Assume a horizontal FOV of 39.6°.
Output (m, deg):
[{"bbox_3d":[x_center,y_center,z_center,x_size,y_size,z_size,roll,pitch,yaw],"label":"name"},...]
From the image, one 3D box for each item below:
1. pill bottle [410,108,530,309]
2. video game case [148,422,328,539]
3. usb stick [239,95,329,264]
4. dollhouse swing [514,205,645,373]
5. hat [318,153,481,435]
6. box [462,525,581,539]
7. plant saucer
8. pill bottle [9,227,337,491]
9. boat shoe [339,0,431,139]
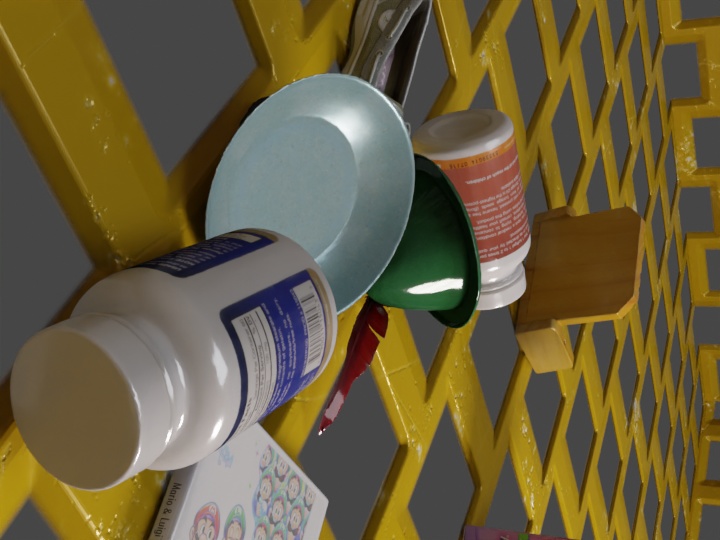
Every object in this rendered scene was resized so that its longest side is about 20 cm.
[{"bbox_3d":[0.126,-0.064,1.093,0.112,0.111,0.202,-52,135,-51],"label":"pill bottle"},{"bbox_3d":[-0.092,0.214,0.746,0.201,0.023,0.183,58,40,-47],"label":"video game case"},{"bbox_3d":[-0.049,-0.050,0.825,0.056,0.032,0.201,-58,141,-35],"label":"usb stick"},{"bbox_3d":[0.331,0.027,1.447,0.182,0.174,0.202,53,43,-50],"label":"dollhouse swing"},{"bbox_3d":[0.000,0.000,0.916,0.174,0.200,0.167,-16,127,-19],"label":"hat"},{"bbox_3d":[0.244,0.380,1.238,0.176,0.198,0.098,33,61,-59],"label":"box"},{"bbox_3d":[-0.043,-0.055,0.773,0.200,0.039,0.203,-19,121,-36],"label":"plant saucer"},{"bbox_3d":[-0.107,0.050,0.606,0.200,0.119,0.121,-27,114,-61],"label":"pill bottle"},{"bbox_3d":[0.023,-0.174,0.934,0.074,0.064,0.204,45,51,-55],"label":"boat shoe"}]
